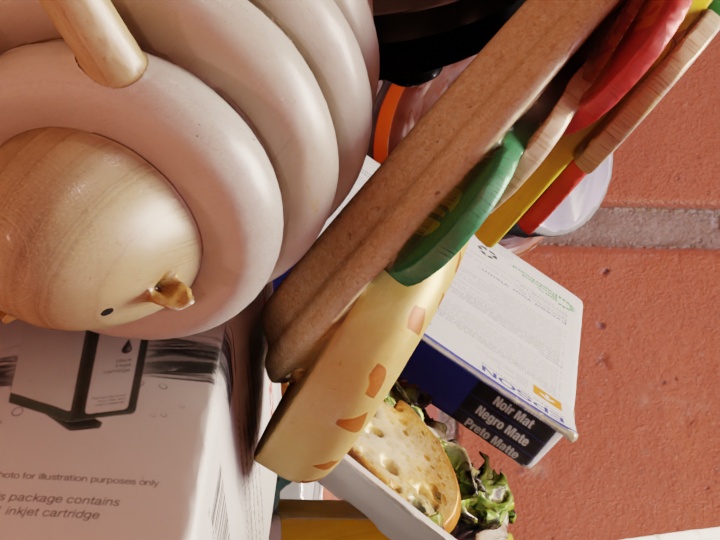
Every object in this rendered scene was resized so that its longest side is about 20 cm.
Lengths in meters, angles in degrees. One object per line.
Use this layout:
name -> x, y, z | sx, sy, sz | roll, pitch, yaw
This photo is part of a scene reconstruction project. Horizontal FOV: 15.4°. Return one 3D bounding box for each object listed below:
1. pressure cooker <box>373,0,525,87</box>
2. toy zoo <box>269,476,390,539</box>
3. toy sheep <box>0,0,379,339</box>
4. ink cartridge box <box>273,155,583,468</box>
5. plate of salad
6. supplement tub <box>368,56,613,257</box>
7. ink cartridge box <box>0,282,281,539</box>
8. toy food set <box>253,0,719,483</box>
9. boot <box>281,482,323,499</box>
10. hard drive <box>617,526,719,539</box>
pressure cooker -> -0.014, -0.153, 0.893 | 0.179, 0.174, 0.201 | -77, 167, -54
toy zoo -> -0.034, 0.170, 1.087 | 0.020, 0.130, 0.201 | -138, -136, -59
toy sheep -> -0.056, -0.059, 0.736 | 0.139, 0.137, 0.201 | 87, 22, -44
ink cartridge box -> 0.000, 0.000, 1.080 | 0.041, 0.199, 0.200 | -55, -177, 15
plate of salad -> 0.011, 0.066, 0.997 | 0.048, 0.200, 0.200 | -53, 173, 0
supplement tub -> 0.028, -0.055, 1.248 | 0.199, 0.106, 0.108 | 6, -85, 52
ink cartridge box -> -0.076, 0.075, 0.798 | 0.201, 0.084, 0.147 | -84, 174, -47
toy food set -> 0.042, -0.034, 0.804 | 0.198, 0.049, 0.200 | -49, 179, 34
boot -> -0.053, 0.087, 1.248 | 0.096, 0.073, 0.202 | 157, -62, -82
hard drive -> 0.032, 0.128, 0.874 | 0.132, 0.199, 0.026 | 2, 67, -55
